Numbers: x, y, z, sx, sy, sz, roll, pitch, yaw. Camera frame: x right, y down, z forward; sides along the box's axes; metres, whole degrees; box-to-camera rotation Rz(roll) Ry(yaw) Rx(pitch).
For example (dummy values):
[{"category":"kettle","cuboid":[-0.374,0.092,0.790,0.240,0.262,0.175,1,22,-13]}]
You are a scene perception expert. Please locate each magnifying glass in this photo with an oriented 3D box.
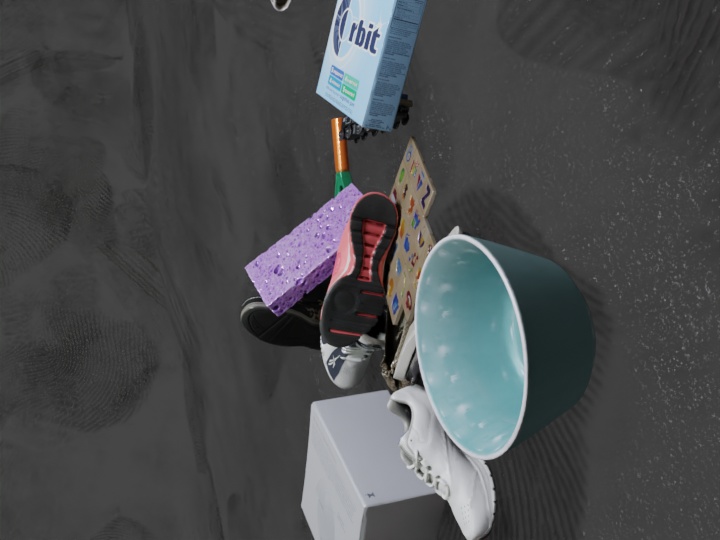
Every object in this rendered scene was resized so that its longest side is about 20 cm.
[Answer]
[{"category":"magnifying glass","cuboid":[-0.024,-0.126,1.229,0.080,0.022,0.201,-178,81,-68]}]

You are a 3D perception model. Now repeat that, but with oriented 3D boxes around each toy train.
[{"category":"toy train","cuboid":[0.018,-0.204,1.088,0.200,0.034,0.046,-179,94,-68]}]

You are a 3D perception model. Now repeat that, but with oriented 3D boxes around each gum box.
[{"category":"gum box","cuboid":[0.013,-0.292,1.013,0.170,0.044,0.201,49,128,56]}]

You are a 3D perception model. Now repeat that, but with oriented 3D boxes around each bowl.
[{"category":"bowl","cuboid":[0.139,0.062,0.755,0.201,0.105,0.202,173,90,-68]}]

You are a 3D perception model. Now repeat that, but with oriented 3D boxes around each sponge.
[{"category":"sponge","cuboid":[-0.061,-0.032,1.140,0.030,0.200,0.112,50,-179,-37]}]

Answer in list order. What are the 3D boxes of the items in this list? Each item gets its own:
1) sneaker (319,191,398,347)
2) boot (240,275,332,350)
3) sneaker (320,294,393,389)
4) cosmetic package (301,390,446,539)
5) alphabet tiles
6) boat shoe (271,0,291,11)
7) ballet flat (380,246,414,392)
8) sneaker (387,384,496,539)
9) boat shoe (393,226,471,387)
[{"category":"sneaker","cuboid":[0.000,0.000,1.046,0.087,0.073,0.201,-127,53,-82]},{"category":"boot","cuboid":[-0.101,0.036,1.243,0.073,0.203,0.154,-43,47,33]},{"category":"sneaker","cuboid":[0.000,0.101,1.143,0.130,0.079,0.200,-119,40,-61]},{"category":"cosmetic package","cuboid":[0.012,0.306,1.112,0.200,0.122,0.201,-125,35,-51]},{"category":"alphabet tiles","cuboid":[0.055,-0.041,0.982,0.200,0.008,0.168,-103,27,-52]},{"category":"boat shoe","cuboid":[-0.110,-0.479,1.290,0.200,0.070,0.070,126,133,-71]},{"category":"ballet flat","cuboid":[0.048,0.059,1.054,0.067,0.046,0.201,-160,69,-67]},{"category":"sneaker","cuboid":[0.090,0.218,0.943,0.075,0.087,0.201,112,144,-46]},{"category":"boat shoe","cuboid":[0.094,0.047,0.923,0.074,0.060,0.201,-67,-4,-68]}]
